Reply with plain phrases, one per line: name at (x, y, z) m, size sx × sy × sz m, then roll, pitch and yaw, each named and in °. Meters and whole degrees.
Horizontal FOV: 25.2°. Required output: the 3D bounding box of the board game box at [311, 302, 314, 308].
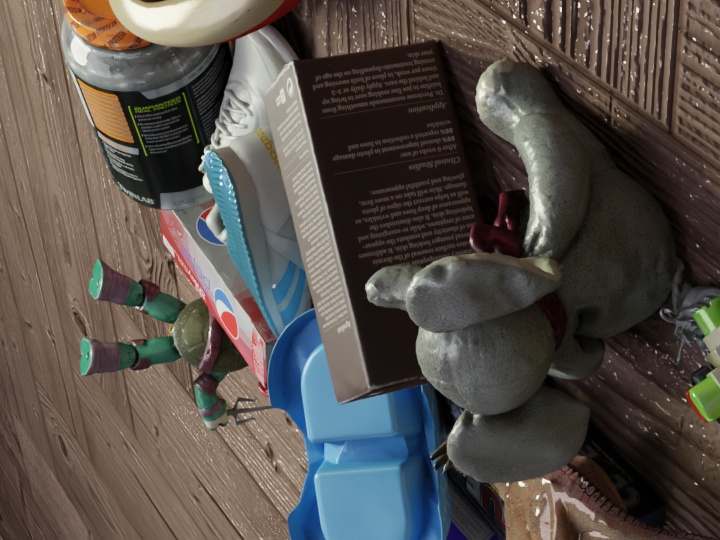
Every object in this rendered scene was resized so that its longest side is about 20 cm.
board game box at (0.000, 0.000, 1.137) m, size 0.120 × 0.032 × 0.202 m, roll 49°, pitch 142°, yaw 47°

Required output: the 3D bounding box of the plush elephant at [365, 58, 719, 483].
plush elephant at (0.079, 0.014, 0.836) m, size 0.200 × 0.154 × 0.166 m, roll 42°, pitch 147°, yaw 48°

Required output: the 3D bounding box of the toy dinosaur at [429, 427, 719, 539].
toy dinosaur at (0.106, 0.127, 0.892) m, size 0.200 × 0.085 × 0.137 m, roll -14°, pitch 91°, yaw 63°

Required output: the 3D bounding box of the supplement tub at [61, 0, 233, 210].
supplement tub at (-0.157, -0.150, 1.236) m, size 0.123 × 0.122 × 0.201 m, roll 53°, pitch 165°, yaw 32°

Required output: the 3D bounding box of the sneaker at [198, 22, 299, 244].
sneaker at (-0.080, -0.098, 1.208) m, size 0.075 × 0.080 × 0.201 m, roll 50°, pitch 151°, yaw 41°

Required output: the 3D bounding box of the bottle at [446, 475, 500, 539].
bottle at (0.065, 0.206, 1.130) m, size 0.200 × 0.065 × 0.084 m, roll 46°, pitch 139°, yaw 12°

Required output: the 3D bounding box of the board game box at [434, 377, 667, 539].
board game box at (0.114, 0.133, 1.030) m, size 0.200 × 0.034 × 0.136 m, roll 48°, pitch 151°, yaw 41°

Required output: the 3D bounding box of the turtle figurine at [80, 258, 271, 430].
turtle figurine at (-0.140, 0.055, 1.412) m, size 0.101 × 0.198 × 0.151 m, roll 145°, pitch 131°, yaw -60°

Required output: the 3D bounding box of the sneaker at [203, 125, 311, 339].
sneaker at (-0.049, -0.023, 1.116) m, size 0.077 × 0.080 × 0.201 m, roll 57°, pitch 166°, yaw 30°

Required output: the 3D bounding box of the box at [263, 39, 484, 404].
box at (0.017, -0.029, 0.978) m, size 0.075 × 0.099 × 0.202 m, roll 144°, pitch 114°, yaw -67°

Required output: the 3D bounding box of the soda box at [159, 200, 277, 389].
soda box at (-0.096, 0.005, 1.349) m, size 0.200 × 0.070 × 0.064 m, roll 52°, pitch 153°, yaw 36°

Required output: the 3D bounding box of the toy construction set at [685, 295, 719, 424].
toy construction set at (0.199, 0.069, 0.695) m, size 0.131 × 0.091 × 0.202 m, roll 52°, pitch -160°, yaw -80°

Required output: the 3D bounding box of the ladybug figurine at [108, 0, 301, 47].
ladybug figurine at (-0.088, -0.211, 1.071) m, size 0.199 × 0.072 × 0.137 m, roll 0°, pitch 78°, yaw 43°

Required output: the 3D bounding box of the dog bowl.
dog bowl at (0.004, 0.119, 1.078) m, size 0.110 × 0.050 × 0.202 m, roll -7°, pitch 92°, yaw 23°
